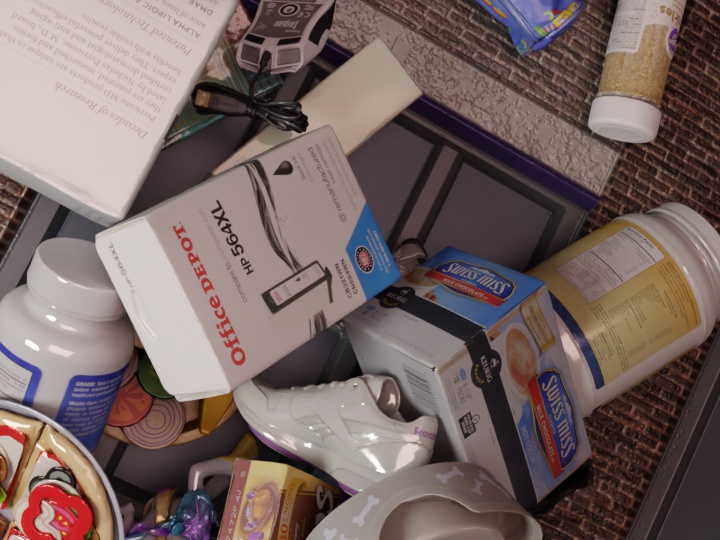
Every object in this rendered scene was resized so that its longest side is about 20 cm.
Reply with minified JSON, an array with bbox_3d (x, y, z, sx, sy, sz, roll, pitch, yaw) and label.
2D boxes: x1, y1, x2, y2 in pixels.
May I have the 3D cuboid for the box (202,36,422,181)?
[{"bbox_3d":[-0.045,-0.120,0.998,0.200,0.082,0.068,-40,98,-10],"label":"box"}]

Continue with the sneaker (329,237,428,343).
[{"bbox_3d":[0.000,0.000,1.018,0.200,0.075,0.116,43,75,-20],"label":"sneaker"}]

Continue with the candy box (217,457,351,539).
[{"bbox_3d":[-0.045,0.242,0.932,0.200,0.056,0.117,38,58,-52],"label":"candy box"}]

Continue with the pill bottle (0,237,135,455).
[{"bbox_3d":[-0.249,0.079,0.889,0.112,0.112,0.200,19,111,-13],"label":"pill bottle"}]

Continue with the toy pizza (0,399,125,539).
[{"bbox_3d":[-0.277,0.195,0.853,0.200,0.032,0.201,5,108,15],"label":"toy pizza"}]

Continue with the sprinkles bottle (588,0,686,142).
[{"bbox_3d":[0.280,-0.231,1.090,0.068,0.068,0.200,15,85,-14],"label":"sprinkles bottle"}]

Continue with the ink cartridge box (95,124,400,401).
[{"bbox_3d":[-0.084,-0.008,0.867,0.200,0.084,0.146,-34,103,-39],"label":"ink cartridge box"}]

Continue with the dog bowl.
[{"bbox_3d":[0.040,0.225,0.858,0.200,0.200,0.059,-18,51,-14],"label":"dog bowl"}]

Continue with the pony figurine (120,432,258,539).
[{"bbox_3d":[-0.150,0.253,0.942,0.200,0.166,0.193,-16,94,-36],"label":"pony figurine"}]

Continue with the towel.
[{"bbox_3d":[-0.187,-0.187,0.993,0.200,0.022,0.147,-29,97,-13],"label":"towel"}]

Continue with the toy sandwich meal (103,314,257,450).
[{"bbox_3d":[-0.171,0.059,0.967,0.205,0.070,0.206,0,89,-14],"label":"toy sandwich meal"}]

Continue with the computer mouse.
[{"bbox_3d":[-0.068,-0.195,0.978,0.109,0.044,0.200,8,50,20],"label":"computer mouse"}]

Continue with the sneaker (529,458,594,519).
[{"bbox_3d":[0.128,0.209,1.031,0.200,0.091,0.076,-28,104,-12],"label":"sneaker"}]

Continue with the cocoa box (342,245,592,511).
[{"bbox_3d":[0.097,0.104,0.962,0.131,0.133,0.200,-34,122,-23],"label":"cocoa box"}]

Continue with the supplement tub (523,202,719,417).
[{"bbox_3d":[0.240,0.035,1.036,0.200,0.144,0.145,-29,96,-13],"label":"supplement tub"}]

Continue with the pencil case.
[{"bbox_3d":[0.121,-0.292,1.043,0.200,0.078,0.087,43,50,-10],"label":"pencil case"}]

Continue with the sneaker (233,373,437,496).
[{"bbox_3d":[-0.019,0.124,0.925,0.075,0.200,0.100,32,83,-57],"label":"sneaker"}]

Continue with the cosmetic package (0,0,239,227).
[{"bbox_3d":[-0.224,-0.160,0.886,0.165,0.165,0.200,28,83,-14],"label":"cosmetic package"}]
